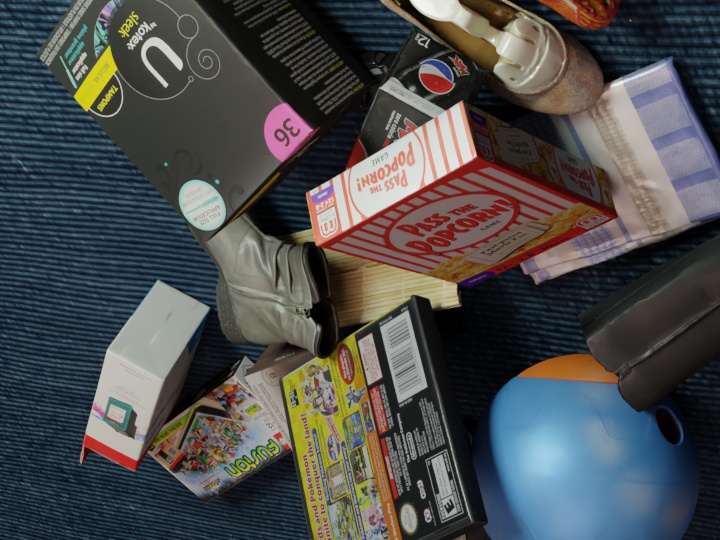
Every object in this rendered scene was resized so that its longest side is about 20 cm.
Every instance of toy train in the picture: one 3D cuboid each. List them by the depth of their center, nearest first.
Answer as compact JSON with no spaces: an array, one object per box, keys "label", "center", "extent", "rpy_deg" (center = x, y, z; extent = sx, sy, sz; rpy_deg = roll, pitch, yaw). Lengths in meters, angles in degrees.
[{"label":"toy train","center":[-0.051,-0.151,0.986],"extent":[0.198,0.034,0.046],"rpy_deg":[-8,119,28]}]

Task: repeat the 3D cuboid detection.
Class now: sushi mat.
[{"label":"sushi mat","center":[0.000,0.000,1.062],"extent":[0.198,0.012,0.097],"rpy_deg":[-11,80,31]}]

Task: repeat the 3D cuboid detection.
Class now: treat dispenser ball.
[{"label":"treat dispenser ball","center":[0.194,0.176,1.021],"extent":[0.198,0.202,0.203],"rpy_deg":[12,130,15]}]

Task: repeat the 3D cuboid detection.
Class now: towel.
[{"label":"towel","center":[0.191,-0.076,0.945],"extent":[0.198,0.024,0.148],"rpy_deg":[-21,114,33]}]

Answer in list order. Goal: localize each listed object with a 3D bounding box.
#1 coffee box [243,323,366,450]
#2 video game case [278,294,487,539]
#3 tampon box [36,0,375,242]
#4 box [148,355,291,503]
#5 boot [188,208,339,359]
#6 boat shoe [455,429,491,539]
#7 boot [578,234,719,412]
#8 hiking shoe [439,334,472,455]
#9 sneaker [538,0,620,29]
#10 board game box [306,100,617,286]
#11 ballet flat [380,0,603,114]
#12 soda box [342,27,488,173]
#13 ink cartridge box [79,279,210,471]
[{"label":"coffee box","center":[-0.009,0.150,1.156],"extent":[0.112,0.080,0.201],"rpy_deg":[-21,106,36]},{"label":"video game case","center":[0.013,0.150,1.003],"extent":[0.025,0.202,0.180],"rpy_deg":[14,143,-44]},{"label":"tampon box","center":[-0.120,-0.158,0.920],"extent":[0.200,0.126,0.150],"rpy_deg":[47,125,-2]},{"label":"box","center":[-0.150,0.179,1.291],"extent":[0.110,0.035,0.199],"rpy_deg":[43,131,-13]},{"label":"boot","center":[-0.081,-0.021,1.042],"extent":[0.130,0.067,0.202],"rpy_deg":[0,112,43]},{"label":"boat shoe","center":[0.121,0.241,1.218],"extent":[0.062,0.073,0.202],"rpy_deg":[-14,125,-20]},{"label":"boot","center":[0.294,0.052,0.916],"extent":[0.199,0.066,0.166],"rpy_deg":[-35,98,8]},{"label":"hiking shoe","center":[0.047,0.098,1.037],"extent":[0.073,0.201,0.087],"rpy_deg":[-11,131,-13]},{"label":"sneaker","center":[0.101,-0.240,0.837],"extent":[0.199,0.073,0.077],"rpy_deg":[37,154,-2]},{"label":"board game box","center":[0.080,-0.050,0.886],"extent":[0.151,0.047,0.199],"rpy_deg":[-27,154,34]},{"label":"ballet flat","center":[0.092,-0.175,0.867],"extent":[0.198,0.067,0.069],"rpy_deg":[29,101,2]},{"label":"soda box","center":[0.033,-0.099,0.926],"extent":[0.070,0.064,0.200],"rpy_deg":[28,153,1]},{"label":"ink cartridge box","center":[-0.230,0.123,1.228],"extent":[0.067,0.117,0.201],"rpy_deg":[26,133,1]}]
